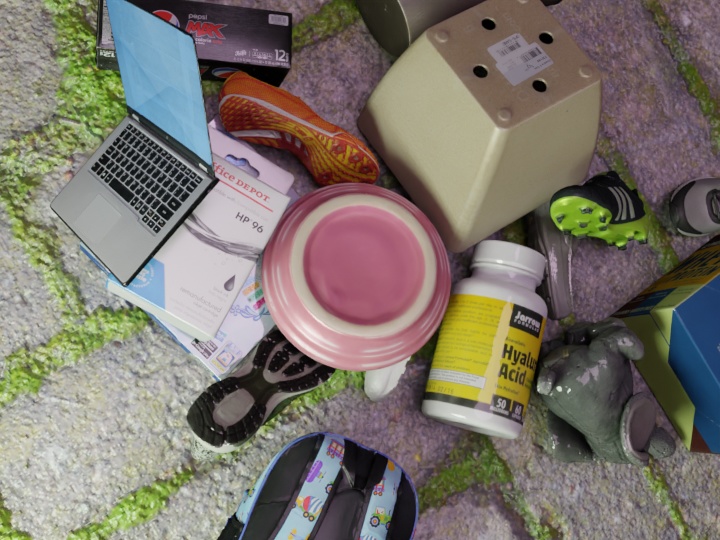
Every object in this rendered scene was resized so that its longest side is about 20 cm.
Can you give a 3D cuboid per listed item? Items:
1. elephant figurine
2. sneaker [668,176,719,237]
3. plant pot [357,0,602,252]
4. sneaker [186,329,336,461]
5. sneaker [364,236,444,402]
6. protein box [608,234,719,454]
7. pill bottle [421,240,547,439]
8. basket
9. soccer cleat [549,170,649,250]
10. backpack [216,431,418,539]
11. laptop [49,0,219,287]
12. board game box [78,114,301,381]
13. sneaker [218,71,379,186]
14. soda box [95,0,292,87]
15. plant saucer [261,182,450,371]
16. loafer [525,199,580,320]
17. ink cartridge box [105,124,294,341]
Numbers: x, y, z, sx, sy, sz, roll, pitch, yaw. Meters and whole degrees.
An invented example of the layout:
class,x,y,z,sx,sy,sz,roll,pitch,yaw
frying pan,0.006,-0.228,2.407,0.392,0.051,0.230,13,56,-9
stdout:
class,x,y,z,sx,sy,sz,roll,pitch,yaw
elephant figurine,0.279,0.165,1.013,0.155,0.142,0.200,-24,99,-4
sneaker,0.475,-0.090,1.136,0.200,0.079,0.074,-10,88,-17
plant pot,0.138,-0.176,0.962,0.199,0.177,0.200,-29,72,-19
sneaker,-0.107,0.128,0.933,0.077,0.089,0.200,49,47,11
sneaker,0.029,0.044,0.988,0.080,0.076,0.200,18,70,-7
protein box,0.447,0.080,1.073,0.200,0.135,0.199,-33,93,-18
pill bottle,0.141,0.074,0.992,0.111,0.111,0.201,18,78,-14
basket,0.104,-0.335,1.028,0.200,0.136,0.181,-33,80,-14
soccer cleat,0.266,-0.077,1.023,0.200,0.067,0.081,13,66,-50
backpack,-0.046,0.263,0.896,0.182,0.135,0.200,25,77,-12
laptop,-0.224,-0.126,0.833,0.200,0.187,0.116,-50,136,-4
board game box,-0.149,-0.024,0.951,0.200,0.043,0.199,46,73,-7
sneaker,-0.059,-0.153,0.979,0.200,0.073,0.077,30,37,-27
soda box,-0.175,-0.242,0.957,0.199,0.071,0.064,3,83,-17
plant saucer,0.000,0.000,0.929,0.200,0.051,0.201,3,74,-11
loafer,0.231,-0.043,1.058,0.070,0.070,0.201,-4,83,-9
ink cartridge box,-0.150,-0.045,0.895,0.116,0.068,0.200,30,74,-11
